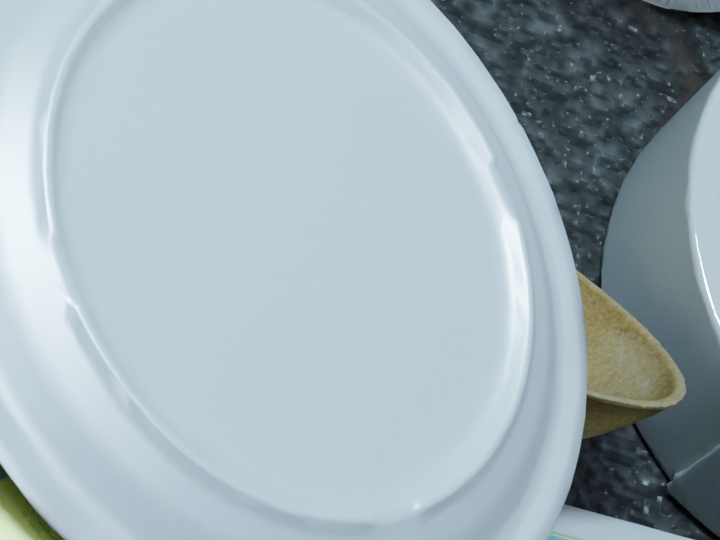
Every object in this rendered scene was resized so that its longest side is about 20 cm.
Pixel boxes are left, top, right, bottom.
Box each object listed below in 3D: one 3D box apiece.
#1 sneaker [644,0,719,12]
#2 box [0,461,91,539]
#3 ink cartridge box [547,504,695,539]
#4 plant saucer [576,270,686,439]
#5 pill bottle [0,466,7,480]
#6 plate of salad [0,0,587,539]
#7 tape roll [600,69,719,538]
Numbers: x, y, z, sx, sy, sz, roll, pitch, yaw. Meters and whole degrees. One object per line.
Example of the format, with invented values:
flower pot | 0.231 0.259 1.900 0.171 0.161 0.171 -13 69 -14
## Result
sneaker | 0.157 -0.148 0.982 0.199 0.081 0.115 16 47 -6
box | -0.090 0.112 0.683 0.050 0.200 0.075 -34 81 -22
ink cartridge box | 0.061 0.115 0.720 0.148 0.200 0.076 -1 100 -52
plant saucer | 0.000 0.000 0.811 0.200 0.200 0.035 27 102 -9
pill bottle | -0.131 0.008 0.769 0.200 0.111 0.111 39 59 -1
plate of salad | -0.027 -0.002 0.664 0.200 0.048 0.201 18 60 -33
tape roll | 0.183 0.010 0.917 0.202 0.071 0.203 9 65 -19
